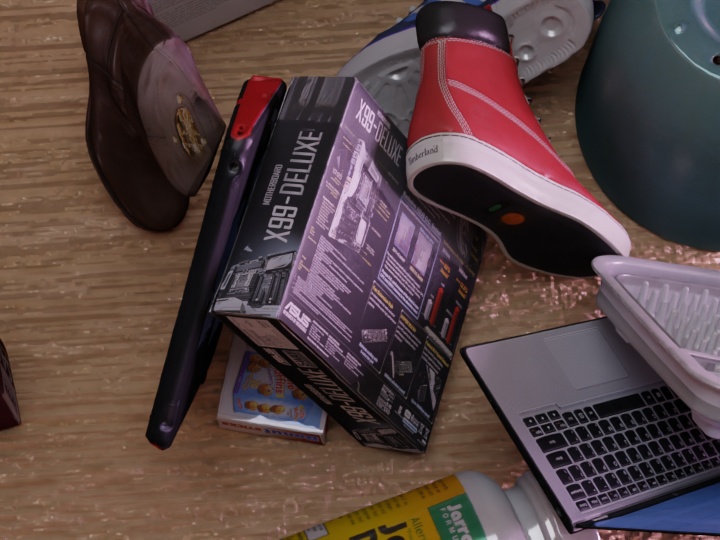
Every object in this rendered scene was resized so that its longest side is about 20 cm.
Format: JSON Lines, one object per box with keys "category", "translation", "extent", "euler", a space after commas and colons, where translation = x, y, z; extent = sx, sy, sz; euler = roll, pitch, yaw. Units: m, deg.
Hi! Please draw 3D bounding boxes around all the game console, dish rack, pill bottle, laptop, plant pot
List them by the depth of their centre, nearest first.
{"category": "laptop", "translation": [0.197, 0.084, 1.154], "extent": [0.186, 0.116, 0.201], "euler": [-8, 59, -46]}
{"category": "pill bottle", "translation": [0.042, 0.187, 1.168], "extent": [0.198, 0.113, 0.114], "euler": [-19, 68, -6]}
{"category": "dish rack", "translation": [0.236, 0.054, 1.181], "extent": [0.170, 0.044, 0.200], "euler": [7, 22, -19]}
{"category": "game console", "translation": [-0.085, -0.010, 1.186], "extent": [0.031, 0.177, 0.202], "euler": [15, 107, -4]}
{"category": "plant pot", "translation": [0.243, -0.136, 1.265], "extent": [0.198, 0.161, 0.203], "euler": [-1, 68, 1]}

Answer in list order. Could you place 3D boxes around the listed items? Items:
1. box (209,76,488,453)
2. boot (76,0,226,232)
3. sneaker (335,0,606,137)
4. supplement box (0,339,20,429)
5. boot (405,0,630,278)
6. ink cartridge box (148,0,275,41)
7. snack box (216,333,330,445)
{"category": "box", "translation": [0.000, 0.000, 1.199], "extent": [0.049, 0.200, 0.159], "euler": [4, 66, 32]}
{"category": "boot", "translation": [-0.120, -0.076, 1.203], "extent": [0.064, 0.188, 0.200], "euler": [-22, 28, -14]}
{"category": "sneaker", "translation": [0.072, -0.175, 1.345], "extent": [0.199, 0.081, 0.147], "euler": [-24, 33, 20]}
{"category": "supplement box", "translation": [-0.323, 0.079, 1.228], "extent": [0.198, 0.109, 0.061], "euler": [-13, 67, -4]}
{"category": "boot", "translation": [0.105, -0.088, 1.249], "extent": [0.072, 0.199, 0.146], "euler": [-20, 54, 35]}
{"category": "ink cartridge box", "translation": [-0.087, -0.230, 1.308], "extent": [0.198, 0.174, 0.044], "euler": [-25, 67, -8]}
{"category": "snack box", "translation": [-0.040, 0.011, 1.289], "extent": [0.071, 0.024, 0.202], "euler": [9, 68, 5]}
